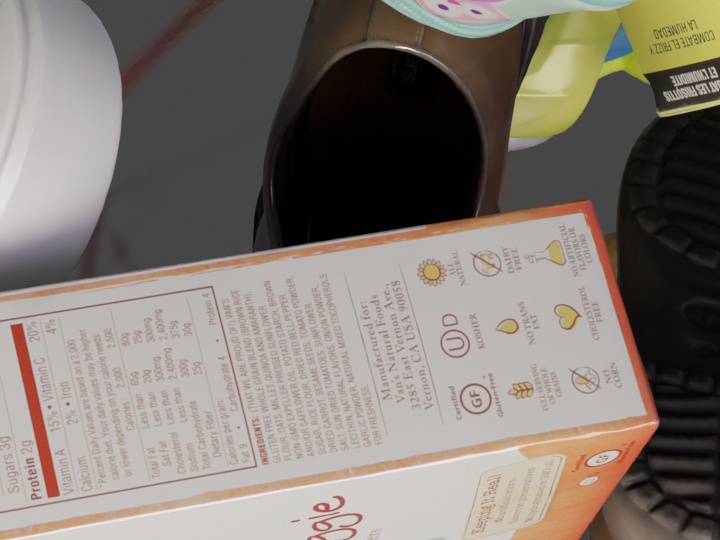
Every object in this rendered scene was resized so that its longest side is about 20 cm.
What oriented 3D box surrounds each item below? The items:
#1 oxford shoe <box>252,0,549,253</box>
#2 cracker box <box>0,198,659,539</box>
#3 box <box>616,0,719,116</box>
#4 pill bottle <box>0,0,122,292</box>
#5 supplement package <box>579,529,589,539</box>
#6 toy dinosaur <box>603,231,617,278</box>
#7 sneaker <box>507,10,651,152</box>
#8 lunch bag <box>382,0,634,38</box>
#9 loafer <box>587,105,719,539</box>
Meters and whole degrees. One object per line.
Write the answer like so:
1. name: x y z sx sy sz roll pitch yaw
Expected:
1. oxford shoe: 0.000 0.000 0.730 0.085 0.072 0.201 -68 166 -46
2. cracker box: -0.049 0.051 0.646 0.199 0.058 0.134 -9 157 -14
3. box: 0.072 -0.144 0.712 0.075 0.050 0.201 -28 100 -26
4. pill bottle: -0.151 -0.051 0.588 0.200 0.114 0.115 27 92 -42
5. supplement package: 0.054 0.168 0.843 0.200 0.121 0.120 -39 128 -17
6. toy dinosaur: 0.088 0.035 0.827 0.200 0.101 0.058 -55 156 -9
7. sneaker: 0.088 -0.107 0.778 0.199 0.076 0.105 -26 123 -26
8. lunch bag: 0.034 -0.164 0.620 0.160 0.077 0.200 40 68 -19
9. loafer: 0.088 0.025 0.735 0.200 0.073 0.071 -62 165 -51
